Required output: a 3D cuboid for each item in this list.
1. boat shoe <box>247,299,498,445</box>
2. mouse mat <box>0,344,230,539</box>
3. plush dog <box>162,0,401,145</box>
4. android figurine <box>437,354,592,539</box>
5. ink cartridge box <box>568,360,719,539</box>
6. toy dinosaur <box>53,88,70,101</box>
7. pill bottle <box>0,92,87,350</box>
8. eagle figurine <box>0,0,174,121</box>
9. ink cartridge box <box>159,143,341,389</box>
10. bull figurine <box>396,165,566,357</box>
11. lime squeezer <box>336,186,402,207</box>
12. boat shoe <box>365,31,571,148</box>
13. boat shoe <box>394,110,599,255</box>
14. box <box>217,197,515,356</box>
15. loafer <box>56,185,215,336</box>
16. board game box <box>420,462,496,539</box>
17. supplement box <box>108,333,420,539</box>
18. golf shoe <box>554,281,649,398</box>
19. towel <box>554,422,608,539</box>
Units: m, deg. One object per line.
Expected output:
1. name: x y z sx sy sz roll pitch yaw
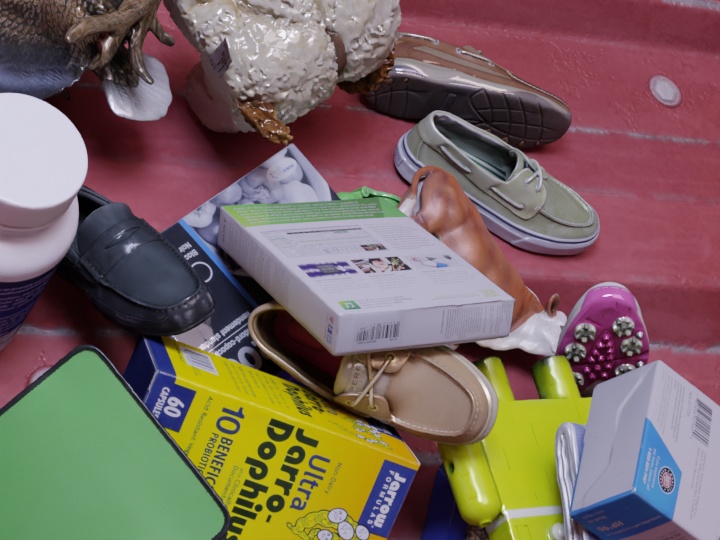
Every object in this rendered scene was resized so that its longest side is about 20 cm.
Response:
1. boat shoe: 0.002 0.073 1.374 0.200 0.074 0.069 22 13 30
2. mouse mat: -0.205 0.167 1.269 0.200 0.008 0.161 -39 83 0
3. plush dog: -0.044 -0.185 1.511 0.172 0.200 0.160 -32 51 -17
4. android figurine: 0.143 0.155 1.410 0.182 0.041 0.200 2 58 -29
5. ink cartridge box: 0.248 0.169 1.367 0.200 0.068 0.116 37 49 -23
6. toy dinosaur: -0.286 -0.112 1.470 0.101 0.058 0.200 20 43 1
7. pill bottle: -0.261 -0.029 1.321 0.120 0.200 0.120 15 55 -21
8. eagle figurine: -0.235 -0.198 1.463 0.152 0.200 0.151 23 75 -54
9. ink cartridge box: -0.063 0.028 1.484 0.198 0.043 0.200 -37 83 -31
10. bull figurine: 0.087 0.012 1.574 0.121 0.065 0.200 -34 89 -37
11. lime squeezer: 0.012 -0.038 1.591 0.200 0.038 0.071 -19 71 -38
12. boat shoe: 0.097 -0.166 1.700 0.200 0.076 0.072 16 52 -22
13. boat shoe: 0.126 -0.073 1.661 0.200 0.062 0.072 22 52 -17
14. box: 0.000 0.000 1.405 0.144 0.036 0.200 -4 27 -28
15. loafer: -0.178 -0.012 1.381 0.068 0.070 0.201 -34 40 -25
16. board game box: 0.150 0.232 1.454 0.200 0.097 0.160 26 51 -12
17. supplement box: -0.077 0.135 1.352 0.200 0.109 0.110 21 8 -16
18. golf shoe: 0.189 0.067 1.535 0.075 0.200 0.092 0 48 2
19. towel: 0.220 0.191 1.397 0.200 0.024 0.147 13 62 -38
